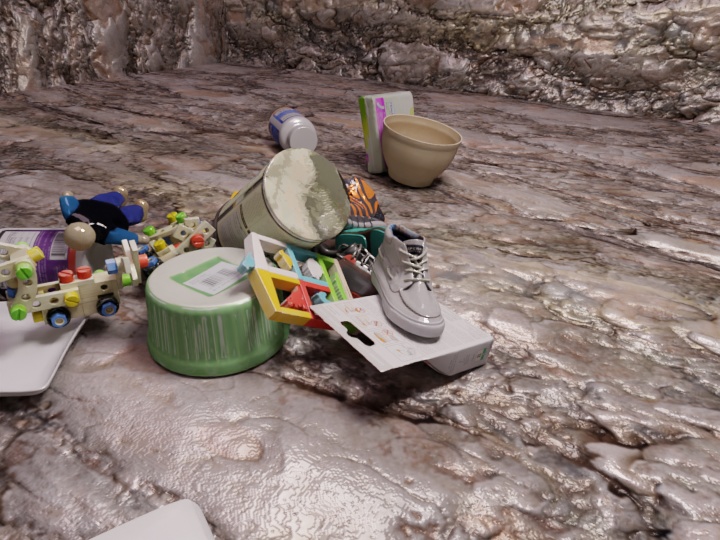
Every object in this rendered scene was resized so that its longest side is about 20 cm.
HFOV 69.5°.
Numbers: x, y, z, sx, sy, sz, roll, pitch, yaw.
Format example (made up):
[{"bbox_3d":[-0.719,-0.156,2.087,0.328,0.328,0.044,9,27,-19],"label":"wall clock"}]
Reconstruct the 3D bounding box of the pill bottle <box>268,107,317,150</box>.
[{"bbox_3d":[-0.196,-0.406,1.531,0.112,0.112,0.200,-10,32,-21],"label":"pill bottle"}]

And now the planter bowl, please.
[{"bbox_3d":[0.142,-0.296,1.316,0.200,0.135,0.200,9,34,-6],"label":"planter bowl"}]

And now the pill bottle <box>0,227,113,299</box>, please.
[{"bbox_3d":[-0.501,-0.010,0.800,0.200,0.112,0.111,0,29,-4],"label":"pill bottle"}]

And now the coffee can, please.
[{"bbox_3d":[-0.131,-0.086,0.832,0.146,0.147,0.200,-25,1,-39],"label":"coffee can"}]

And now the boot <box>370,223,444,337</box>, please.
[{"bbox_3d":[0.065,0.004,0.713,0.073,0.096,0.200,2,25,-21],"label":"boot"}]

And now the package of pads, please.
[{"bbox_3d":[0.082,-0.375,1.402,0.154,0.200,0.068,-22,22,-37],"label":"package of pads"}]

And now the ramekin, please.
[{"bbox_3d":[-0.201,0.047,0.730,0.200,0.098,0.200,2,29,-1],"label":"ramekin"}]

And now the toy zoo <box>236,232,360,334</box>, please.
[{"bbox_3d":[-0.086,0.018,0.715,0.200,0.020,0.131,17,41,-48],"label":"toy zoo"}]

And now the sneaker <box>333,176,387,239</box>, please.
[{"bbox_3d":[-0.041,-0.122,0.996,0.200,0.078,0.112,2,66,-45],"label":"sneaker"}]

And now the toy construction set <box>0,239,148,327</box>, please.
[{"bbox_3d":[-0.385,0.009,0.689,0.200,0.131,0.092,-5,30,-17],"label":"toy construction set"}]

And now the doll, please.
[{"bbox_3d":[-0.383,-0.076,0.787,0.136,0.048,0.200,34,15,-12],"label":"doll"}]

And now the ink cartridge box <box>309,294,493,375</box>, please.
[{"bbox_3d":[0.053,0.087,0.696,0.200,0.050,0.161,-10,31,-37],"label":"ink cartridge box"}]

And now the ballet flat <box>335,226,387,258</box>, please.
[{"bbox_3d":[0.036,-0.048,0.913,0.070,0.067,0.200,-15,15,-34],"label":"ballet flat"}]

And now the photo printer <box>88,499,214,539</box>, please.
[{"bbox_3d":[-0.157,0.275,0.352,0.166,0.070,0.200,-16,34,-29],"label":"photo printer"}]

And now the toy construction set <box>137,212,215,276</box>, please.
[{"bbox_3d":[-0.300,-0.038,0.857,0.131,0.092,0.200,-33,22,-19],"label":"toy construction set"}]

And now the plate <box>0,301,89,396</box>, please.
[{"bbox_3d":[-0.475,0.104,0.678,0.200,0.032,0.200,-2,30,-8],"label":"plate"}]

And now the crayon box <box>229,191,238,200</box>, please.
[{"bbox_3d":[-0.170,-0.115,1.063,0.200,0.058,0.119,1,29,-3],"label":"crayon box"}]

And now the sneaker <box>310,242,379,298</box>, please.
[{"bbox_3d":[0.000,0.000,0.843,0.200,0.082,0.077,11,30,15],"label":"sneaker"}]
